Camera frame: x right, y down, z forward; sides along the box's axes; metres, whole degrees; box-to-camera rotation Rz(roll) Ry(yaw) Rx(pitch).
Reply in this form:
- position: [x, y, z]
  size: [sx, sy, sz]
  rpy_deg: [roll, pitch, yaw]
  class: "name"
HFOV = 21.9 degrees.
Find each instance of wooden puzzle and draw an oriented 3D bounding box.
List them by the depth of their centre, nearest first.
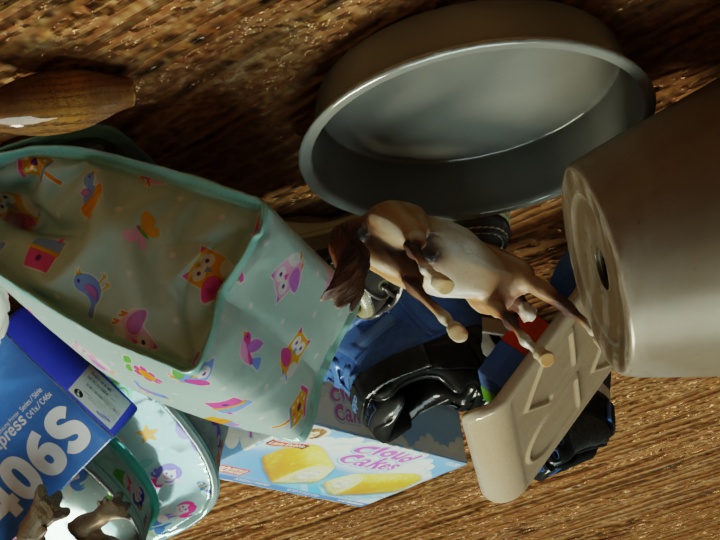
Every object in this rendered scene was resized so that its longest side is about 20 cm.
- position: [0.137, 0.051, 1.259]
  size: [0.200, 0.046, 0.186]
  rpy_deg: [-48, 157, -13]
  class: "wooden puzzle"

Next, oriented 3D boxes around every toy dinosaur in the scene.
- position: [-0.182, 0.201, 1.120]
  size: [0.198, 0.086, 0.136]
  rpy_deg: [7, 141, -29]
  class: "toy dinosaur"

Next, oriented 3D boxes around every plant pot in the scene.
- position: [0.207, -0.022, 0.997]
  size: [0.172, 0.202, 0.200]
  rpy_deg: [-14, 157, -6]
  class: "plant pot"

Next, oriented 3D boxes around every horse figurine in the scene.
- position: [0.052, 0.004, 1.059]
  size: [0.199, 0.133, 0.050]
  rpy_deg: [16, 109, -36]
  class: "horse figurine"

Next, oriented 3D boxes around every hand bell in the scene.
- position: [-0.206, -0.077, 0.920]
  size: [0.198, 0.105, 0.104]
  rpy_deg: [-13, 160, -26]
  class: "hand bell"

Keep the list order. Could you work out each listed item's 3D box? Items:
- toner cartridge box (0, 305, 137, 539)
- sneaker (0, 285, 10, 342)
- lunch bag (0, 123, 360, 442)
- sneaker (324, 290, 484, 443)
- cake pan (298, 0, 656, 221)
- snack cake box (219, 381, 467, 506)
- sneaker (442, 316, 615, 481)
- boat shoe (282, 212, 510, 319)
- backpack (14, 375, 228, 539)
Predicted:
- position: [-0.234, 0.120, 1.133]
  size: [0.200, 0.095, 0.043]
  rpy_deg: [-45, -177, 26]
  class: "toner cartridge box"
- position: [-0.299, 0.009, 1.052]
  size: [0.198, 0.078, 0.085]
  rpy_deg: [-4, 149, 7]
  class: "sneaker"
- position: [-0.122, 0.003, 1.049]
  size: [0.198, 0.123, 0.170]
  rpy_deg: [19, 168, 26]
  class: "lunch bag"
- position: [-0.015, 0.060, 1.228]
  size: [0.198, 0.112, 0.077]
  rpy_deg: [-9, 156, 0]
  class: "sneaker"
- position: [0.062, -0.087, 1.022]
  size: [0.198, 0.037, 0.201]
  rpy_deg: [-8, 156, -4]
  class: "cake pan"
- position: [-0.024, 0.120, 1.413]
  size: [0.114, 0.068, 0.199]
  rpy_deg: [-25, 152, 33]
  class: "snack cake box"
- position: [0.103, 0.098, 1.353]
  size: [0.198, 0.113, 0.073]
  rpy_deg: [2, 154, -23]
  class: "sneaker"
- position: [0.000, 0.000, 1.157]
  size: [0.198, 0.065, 0.073]
  rpy_deg: [-10, 154, -1]
  class: "boat shoe"
- position: [-0.191, 0.120, 1.234]
  size: [0.199, 0.151, 0.178]
  rpy_deg: [-25, 119, 16]
  class: "backpack"
